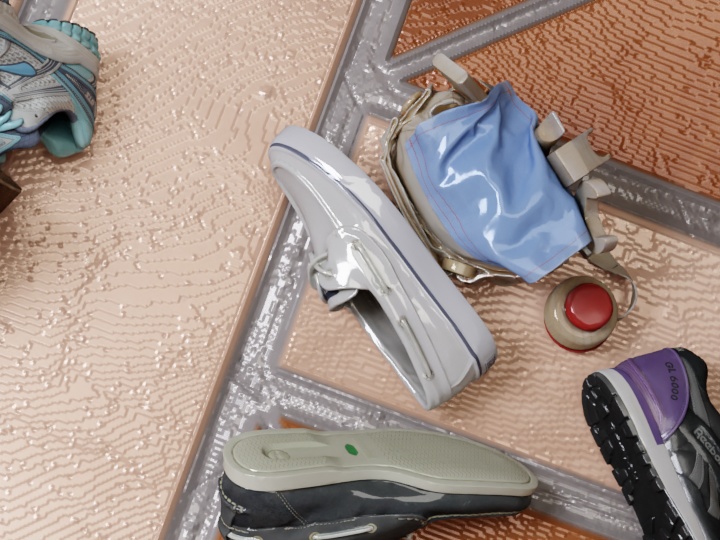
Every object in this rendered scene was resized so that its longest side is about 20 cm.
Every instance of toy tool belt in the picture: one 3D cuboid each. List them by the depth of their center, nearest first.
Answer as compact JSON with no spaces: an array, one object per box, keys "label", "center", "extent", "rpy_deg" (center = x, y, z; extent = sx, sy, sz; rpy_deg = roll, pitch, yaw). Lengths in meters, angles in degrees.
[{"label":"toy tool belt","center":[0.100,-0.040,1.104],"extent":[0.125,0.123,0.200],"rpy_deg":[-37,84,-15]}]

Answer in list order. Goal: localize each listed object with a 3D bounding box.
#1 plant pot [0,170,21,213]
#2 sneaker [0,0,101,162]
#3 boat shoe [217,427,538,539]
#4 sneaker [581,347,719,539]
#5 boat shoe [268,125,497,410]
[{"label":"plant pot","center":[-0.331,-0.022,1.022],"extent":[0.187,0.187,0.200],"rpy_deg":[36,89,2]},{"label":"sneaker","center":[-0.223,-0.111,1.049],"extent":[0.077,0.200,0.087],"rpy_deg":[-13,81,33]},{"label":"boat shoe","center":[0.010,0.138,1.087],"extent":[0.199,0.072,0.068],"rpy_deg":[1,112,-15]},{"label":"sneaker","center":[0.220,0.142,1.105],"extent":[0.087,0.076,0.201],"rpy_deg":[-18,80,-18]},{"label":"boat shoe","center":[0.000,0.000,1.110],"extent":[0.066,0.072,0.200],"rpy_deg":[-39,93,-20]}]
